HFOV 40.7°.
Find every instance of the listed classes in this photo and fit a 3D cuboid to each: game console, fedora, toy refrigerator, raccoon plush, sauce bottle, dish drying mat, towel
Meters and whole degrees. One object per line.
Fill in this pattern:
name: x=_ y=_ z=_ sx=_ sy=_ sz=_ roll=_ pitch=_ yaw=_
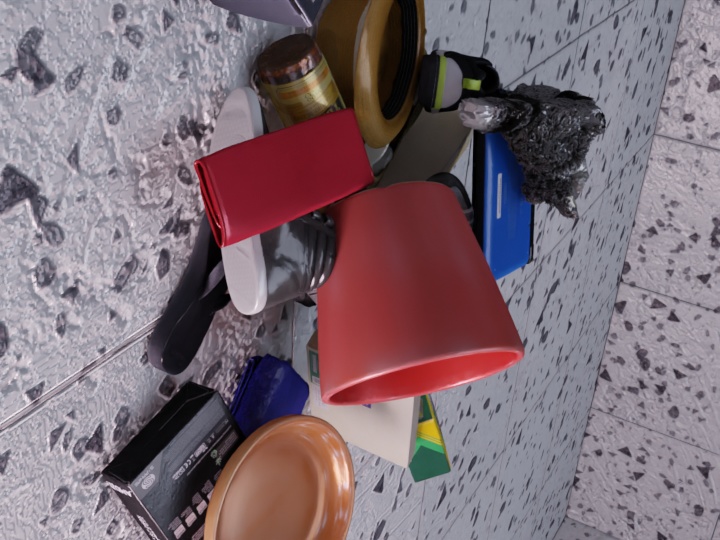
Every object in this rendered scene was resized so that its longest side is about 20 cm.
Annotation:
game console: x=0.140 y=-0.105 z=1.132 sx=0.170 sy=0.118 sz=0.201 roll=-23 pitch=117 yaw=-50
fedora: x=0.006 y=-0.228 z=1.004 sx=0.200 sy=0.081 sz=0.202 roll=9 pitch=90 yaw=-71
toy refrigerator: x=0.069 y=-0.131 z=1.207 sx=0.200 sy=0.076 sz=0.070 roll=-55 pitch=171 yaw=-34
raccoon plush: x=0.166 y=-0.120 z=1.021 sx=0.199 sy=0.097 sz=0.135 roll=-3 pitch=118 yaw=-25
sauce bottle: x=-0.035 y=-0.132 z=0.952 sx=0.066 sy=0.066 sz=0.201 roll=-56 pitch=136 yaw=-31
dish drying mat: x=-0.061 y=-0.085 z=0.847 sx=0.200 sy=0.018 sz=0.077 roll=-29 pitch=104 yaw=-47
towel: x=-0.126 y=0.198 z=1.081 sx=0.148 sy=0.049 sz=0.201 roll=66 pitch=47 yaw=-67

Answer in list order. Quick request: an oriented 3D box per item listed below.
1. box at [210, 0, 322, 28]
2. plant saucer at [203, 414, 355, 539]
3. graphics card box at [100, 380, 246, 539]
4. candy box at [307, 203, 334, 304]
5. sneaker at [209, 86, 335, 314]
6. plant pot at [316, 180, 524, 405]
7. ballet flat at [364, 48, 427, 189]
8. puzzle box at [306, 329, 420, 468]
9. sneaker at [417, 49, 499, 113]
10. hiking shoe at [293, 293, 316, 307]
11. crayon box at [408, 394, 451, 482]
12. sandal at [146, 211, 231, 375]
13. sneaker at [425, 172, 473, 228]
box: x=-0.067 y=-0.318 z=0.752 sx=0.201 sy=0.104 sz=0.148 roll=-66 pitch=156 yaw=-11
plant saucer: x=-0.082 y=0.240 z=0.964 sx=0.199 sy=0.037 sz=0.202 roll=-12 pitch=106 yaw=-48
graphics card box: x=-0.151 y=0.223 z=0.948 sx=0.126 sy=0.051 sz=0.201 roll=-48 pitch=130 yaw=-31
candy box: x=0.000 y=0.000 z=1.061 sx=0.200 sy=0.055 sz=0.116 roll=50 pitch=53 yaw=-19
sneaker: x=-0.077 y=-0.066 z=0.890 sx=0.099 sy=0.070 sz=0.202 roll=-8 pitch=95 yaw=-41
plant pot: x=0.043 y=0.022 z=0.944 sx=0.200 sy=0.199 sz=0.179 roll=29 pitch=46 yaw=-66
ballet flat: x=0.032 y=-0.179 z=1.107 sx=0.201 sy=0.070 sz=0.071 roll=-65 pitch=156 yaw=-8
puzzle box: x=0.004 y=0.152 z=1.121 sx=0.025 sy=0.132 sz=0.201 roll=-59 pitch=163 yaw=-31
sneaker: x=0.113 y=-0.204 z=1.079 sx=0.200 sy=0.082 sz=0.072 roll=-59 pitch=154 yaw=-72
hiking shoe: x=-0.002 y=0.005 z=1.135 sx=0.200 sy=0.100 sz=0.076 roll=-23 pitch=129 yaw=-60
crayon box: x=0.060 y=0.155 z=1.300 sx=0.173 sy=0.058 sz=0.201 roll=69 pitch=5 yaw=-55
sandal: x=-0.133 y=0.007 z=0.920 sx=0.201 sy=0.043 sz=0.076 roll=-68 pitch=156 yaw=-9
sneaker: x=0.086 y=-0.050 z=1.143 sx=0.116 sy=0.074 sz=0.201 roll=-102 pitch=-174 yaw=-50
